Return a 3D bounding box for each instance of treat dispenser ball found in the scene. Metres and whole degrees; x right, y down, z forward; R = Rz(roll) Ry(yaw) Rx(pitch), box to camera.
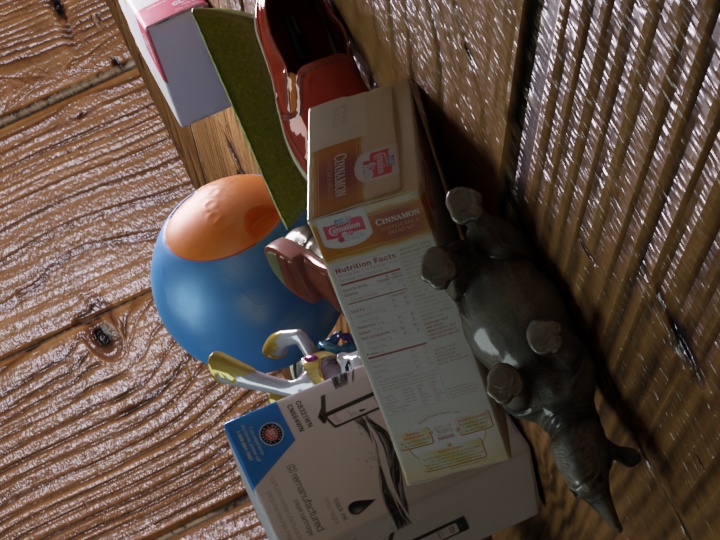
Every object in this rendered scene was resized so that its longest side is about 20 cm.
[{"bbox_3d":[-0.111,0.004,1.710,0.201,0.200,0.202,155,90,-83],"label":"treat dispenser ball"}]

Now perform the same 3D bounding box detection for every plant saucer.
[{"bbox_3d":[-0.079,-0.147,1.503,0.200,0.048,0.201,-88,-25,-81],"label":"plant saucer"}]

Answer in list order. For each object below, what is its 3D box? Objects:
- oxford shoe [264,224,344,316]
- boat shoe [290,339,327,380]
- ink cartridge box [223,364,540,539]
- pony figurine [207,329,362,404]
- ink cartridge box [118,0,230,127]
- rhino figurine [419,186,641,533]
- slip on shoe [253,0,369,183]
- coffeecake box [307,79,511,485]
[{"bbox_3d":[0.000,0.000,1.455,0.199,0.074,0.071,29,150,43],"label":"oxford shoe"},{"bbox_3d":[-0.033,0.159,2.164,0.060,0.072,0.202,57,174,41],"label":"boat shoe"},{"bbox_3d":[0.016,0.149,1.291,0.085,0.199,0.146,76,167,-45],"label":"ink cartridge box"},{"bbox_3d":[-0.017,0.132,1.456,0.199,0.166,0.194,-4,118,44],"label":"pony figurine"},{"bbox_3d":[-0.227,-0.289,2.044,0.200,0.085,0.148,-121,9,-49],"label":"ink cartridge box"},{"bbox_3d":[0.098,0.053,0.935,0.201,0.060,0.087,63,-168,18],"label":"rhino figurine"},{"bbox_3d":[-0.026,-0.128,1.221,0.061,0.074,0.201,101,148,-72],"label":"slip on shoe"},{"bbox_3d":[0.030,0.006,1.076,0.154,0.072,0.201,-91,-16,-60],"label":"coffeecake box"}]
